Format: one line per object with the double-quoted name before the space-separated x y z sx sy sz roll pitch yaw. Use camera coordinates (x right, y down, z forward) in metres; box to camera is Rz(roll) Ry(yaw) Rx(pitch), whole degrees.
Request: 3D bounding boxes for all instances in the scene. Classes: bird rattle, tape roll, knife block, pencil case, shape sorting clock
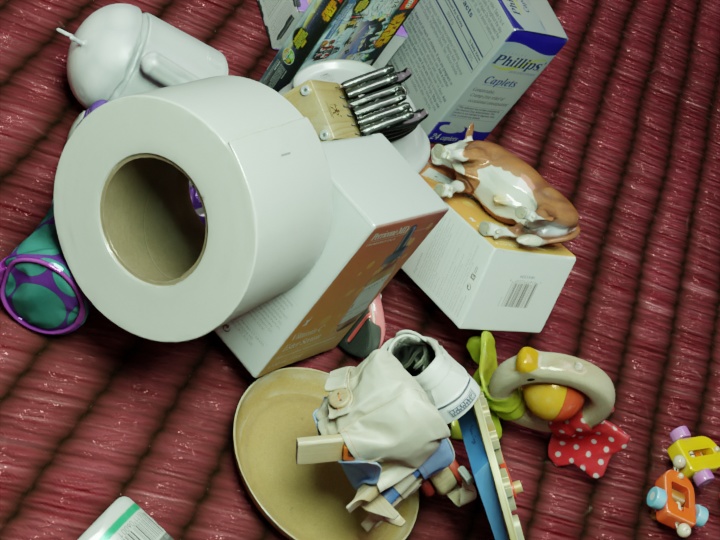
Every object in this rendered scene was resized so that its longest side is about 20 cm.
"bird rattle" 0.193 0.140 1.393 0.198 0.163 0.114 25 59 -5
"tape roll" -0.139 -0.056 1.149 0.203 0.203 0.139 47 28 8
"knife block" -0.036 -0.136 1.360 0.175 0.198 0.065 -5 70 -64
"pencil case" -0.256 -0.038 1.231 0.092 0.085 0.201 28 41 -10
"shape sorting clock" 0.132 0.208 1.267 0.200 0.039 0.203 -19 91 -87

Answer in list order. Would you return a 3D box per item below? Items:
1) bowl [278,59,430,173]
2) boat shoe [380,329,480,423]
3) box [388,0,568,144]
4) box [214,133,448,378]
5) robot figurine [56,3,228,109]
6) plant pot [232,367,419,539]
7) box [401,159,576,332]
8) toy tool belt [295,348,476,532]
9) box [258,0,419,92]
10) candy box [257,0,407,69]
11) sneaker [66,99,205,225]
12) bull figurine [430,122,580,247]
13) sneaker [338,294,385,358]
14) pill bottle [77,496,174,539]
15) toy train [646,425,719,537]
"bowl" -0.022 -0.165 1.464 0.198 0.091 0.202 -2 35 1
"boat shoe" 0.048 0.090 1.302 0.066 0.072 0.200 50 -3 -18
"box" 0.135 -0.291 1.701 0.104 0.200 0.186 2 52 -39
"box" -0.039 -0.017 1.277 0.107 0.201 0.152 47 28 15
"robot figurine" -0.213 -0.195 1.381 0.198 0.169 0.114 25 81 -28
"plant pot" -0.035 0.181 1.257 0.198 0.028 0.202 24 42 -22
"box" 0.115 -0.030 1.470 0.123 0.098 0.200 4 29 -38
"toy tool belt" 0.015 0.167 1.203 0.125 0.122 0.201 49 -9 38
"box" -0.025 -0.258 1.537 0.136 0.200 0.040 -18 66 -46
"candy box" -0.050 -0.359 1.714 0.166 0.072 0.202 7 50 -35
"sneaker" -0.192 -0.098 1.342 0.198 0.084 0.081 28 41 -18
"bull figurine" 0.138 -0.090 1.415 0.199 0.066 0.121 35 29 30
"sneaker" 0.000 0.000 1.420 0.086 0.074 0.202 9 50 -38
"pill bottle" -0.142 0.276 1.010 0.200 0.113 0.113 43 39 2
"toy train" 0.393 0.260 1.523 0.198 0.056 0.152 22 44 -19
